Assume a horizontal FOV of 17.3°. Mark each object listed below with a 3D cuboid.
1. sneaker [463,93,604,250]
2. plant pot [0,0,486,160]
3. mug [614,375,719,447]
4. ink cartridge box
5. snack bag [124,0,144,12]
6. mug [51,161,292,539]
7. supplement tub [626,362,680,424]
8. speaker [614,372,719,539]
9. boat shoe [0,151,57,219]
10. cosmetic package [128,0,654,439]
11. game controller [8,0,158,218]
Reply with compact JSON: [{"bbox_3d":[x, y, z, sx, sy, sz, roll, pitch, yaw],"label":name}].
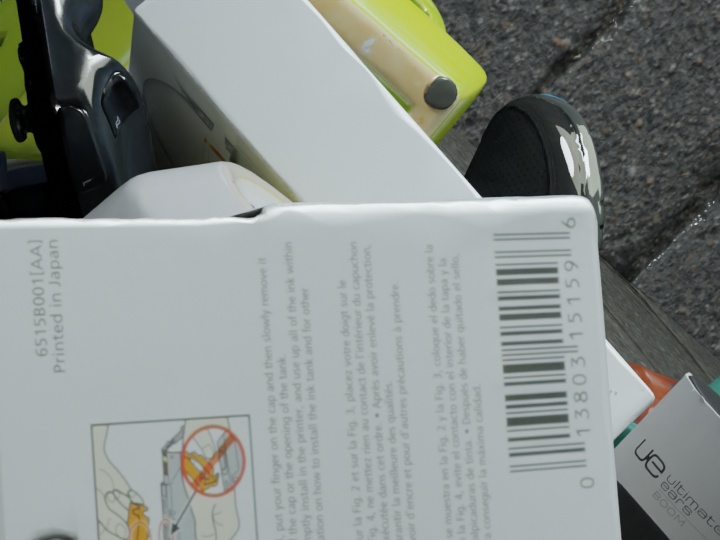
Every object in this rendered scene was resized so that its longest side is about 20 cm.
[{"bbox_3d":[0.036,0.015,0.943,0.082,0.201,0.073,27,-15,-29],"label":"sneaker"},{"bbox_3d":[-0.070,-0.094,1.108,0.199,0.200,0.182,38,5,-29],"label":"plant pot"},{"bbox_3d":[0.143,0.120,0.848,0.114,0.184,0.153,-36,99,-41],"label":"mug"},{"bbox_3d":[-0.020,0.086,0.538,0.172,0.202,0.043,-2,-5,-26],"label":"ink cartridge box"},{"bbox_3d":[-0.048,-0.076,0.903,0.200,0.021,0.189,32,-22,57],"label":"snack bag"},{"bbox_3d":[-0.061,0.048,0.697,0.149,0.153,0.187,42,9,-9],"label":"mug"},{"bbox_3d":[0.175,0.121,1.003,0.199,0.108,0.107,23,14,-13],"label":"supplement tub"},{"bbox_3d":[0.062,0.128,0.722,0.081,0.200,0.081,42,8,-8],"label":"speaker"},{"bbox_3d":[-0.134,-0.008,0.798,0.200,0.073,0.061,-156,-120,-84],"label":"boat shoe"},{"bbox_3d":[0.000,0.000,0.799,0.200,0.052,0.151,49,-15,8],"label":"cosmetic package"},{"bbox_3d":[-0.089,-0.030,0.773,0.200,0.042,0.105,87,-17,-61],"label":"game controller"}]
